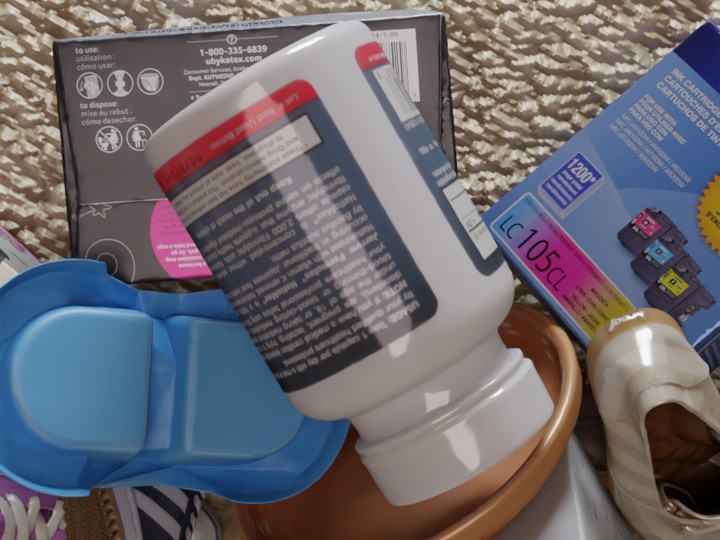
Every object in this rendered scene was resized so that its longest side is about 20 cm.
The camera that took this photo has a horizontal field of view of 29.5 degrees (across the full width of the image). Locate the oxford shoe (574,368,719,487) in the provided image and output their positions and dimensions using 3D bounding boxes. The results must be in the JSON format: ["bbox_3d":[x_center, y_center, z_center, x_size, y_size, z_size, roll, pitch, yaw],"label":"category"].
[{"bbox_3d":[0.137,0.086,0.779,0.200,0.071,0.073,-11,91,1],"label":"oxford shoe"}]

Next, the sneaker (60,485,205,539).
[{"bbox_3d":[-0.102,0.125,0.739,0.108,0.070,0.200,4,58,-36],"label":"sneaker"}]

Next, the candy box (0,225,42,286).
[{"bbox_3d":[-0.294,0.032,0.774,0.136,0.061,0.200,43,94,-4],"label":"candy box"}]

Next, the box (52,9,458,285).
[{"bbox_3d":[-0.052,-0.065,0.740,0.200,0.115,0.132,-4,93,-1],"label":"box"}]

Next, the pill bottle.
[{"bbox_3d":[0.000,0.000,0.627,0.119,0.120,0.200,-30,93,2],"label":"pill bottle"}]

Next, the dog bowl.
[{"bbox_3d":[-0.103,0.058,0.681,0.200,0.050,0.112,7,80,-28],"label":"dog bowl"}]

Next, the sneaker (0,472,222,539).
[{"bbox_3d":[-0.179,0.149,0.761,0.200,0.114,0.073,10,94,-3],"label":"sneaker"}]

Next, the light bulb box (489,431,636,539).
[{"bbox_3d":[0.100,0.220,0.694,0.125,0.198,0.200,-25,115,15],"label":"light bulb box"}]

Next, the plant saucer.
[{"bbox_3d":[0.027,0.093,0.723,0.200,0.200,0.037,-30,118,2],"label":"plant saucer"}]

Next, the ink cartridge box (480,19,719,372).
[{"bbox_3d":[0.184,-0.036,0.741,0.200,0.076,0.136,-41,68,2],"label":"ink cartridge box"}]

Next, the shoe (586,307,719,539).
[{"bbox_3d":[0.161,0.101,0.692,0.070,0.053,0.200,-28,133,3],"label":"shoe"}]
